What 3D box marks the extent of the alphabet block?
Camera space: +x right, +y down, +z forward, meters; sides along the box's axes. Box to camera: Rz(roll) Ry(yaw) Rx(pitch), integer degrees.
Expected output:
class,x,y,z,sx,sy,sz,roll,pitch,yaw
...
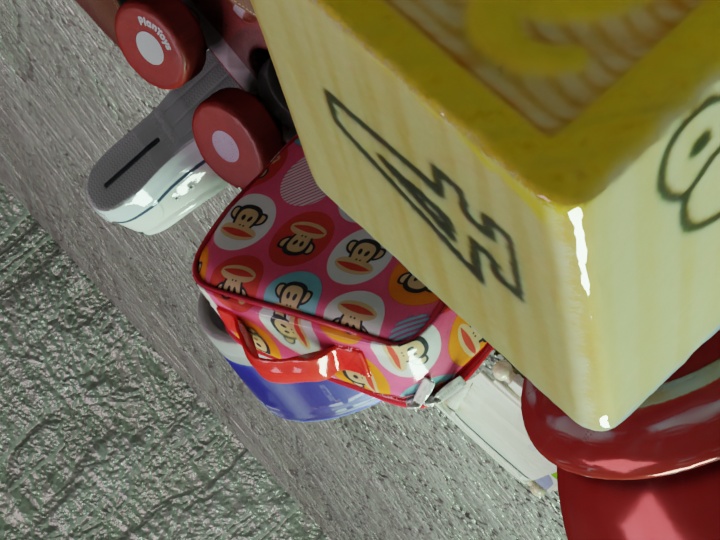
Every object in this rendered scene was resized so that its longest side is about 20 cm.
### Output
class,x,y,z,sx,sy,sz,roll,pitch,yaw
alphabet block,0.089,-0.091,0.864,0.196,0.195,0.200,40,164,25

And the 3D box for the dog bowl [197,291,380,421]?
class,x,y,z,sx,sy,sz,roll,pitch,yaw
dog bowl,-0.008,0.007,1.459,0.079,0.200,0.200,55,166,-28

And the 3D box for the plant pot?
class,x,y,z,sx,sy,sz,roll,pitch,yaw
plant pot,0.190,0.094,1.067,0.200,0.200,0.183,27,150,59

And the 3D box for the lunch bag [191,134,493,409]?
class,x,y,z,sx,sy,sz,roll,pitch,yaw
lunch bag,0.000,0.000,1.284,0.199,0.176,0.082,18,149,40

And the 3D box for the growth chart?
class,x,y,z,sx,sy,sz,roll,pitch,yaw
growth chart,0.116,0.118,1.485,0.145,0.018,0.200,43,164,-5

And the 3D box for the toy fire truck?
class,x,y,z,sx,sy,sz,roll,pitch,yaw
toy fire truck,-0.055,-0.158,1.382,0.200,0.112,0.168,51,146,1

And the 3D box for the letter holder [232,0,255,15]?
class,x,y,z,sx,sy,sz,roll,pitch,yaw
letter holder,0.004,-0.178,1.076,0.200,0.100,0.142,38,162,41

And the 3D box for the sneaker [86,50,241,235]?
class,x,y,z,sx,sy,sz,roll,pitch,yaw
sneaker,-0.106,-0.101,1.536,0.071,0.199,0.073,33,-155,-57

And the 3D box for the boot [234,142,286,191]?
class,x,y,z,sx,sy,sz,roll,pitch,yaw
boot,-0.060,-0.063,1.643,0.158,0.079,0.212,139,113,-72

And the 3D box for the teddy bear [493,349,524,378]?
class,x,y,z,sx,sy,sz,roll,pitch,yaw
teddy bear,0.133,0.082,1.511,0.145,0.067,0.200,48,167,13

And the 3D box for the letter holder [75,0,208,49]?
class,x,y,z,sx,sy,sz,roll,pitch,yaw
letter holder,-0.169,-0.252,1.480,0.142,0.100,0.200,43,166,32
